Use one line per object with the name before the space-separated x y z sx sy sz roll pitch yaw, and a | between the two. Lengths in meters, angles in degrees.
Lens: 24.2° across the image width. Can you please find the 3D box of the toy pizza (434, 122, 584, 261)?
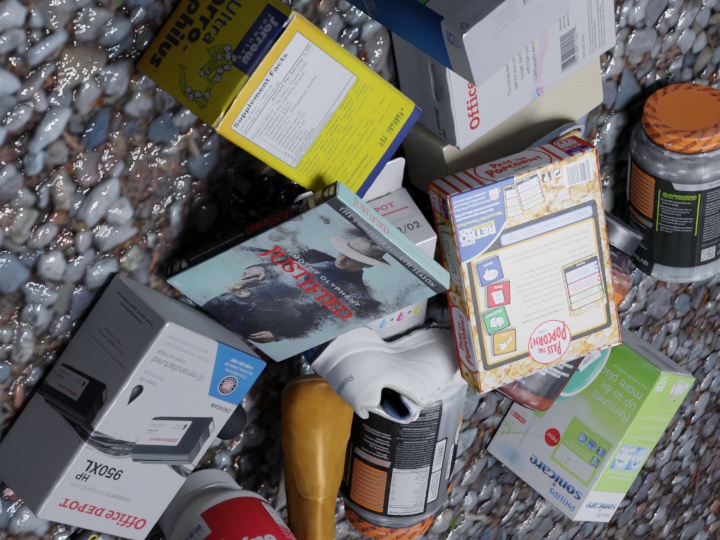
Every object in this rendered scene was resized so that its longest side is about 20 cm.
toy pizza | 0.143 -0.068 1.614 0.200 0.032 0.200 -38 172 -7

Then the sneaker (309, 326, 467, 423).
sneaker | 0.041 0.103 1.550 0.200 0.087 0.075 0 139 -45

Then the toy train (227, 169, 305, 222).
toy train | -0.046 -0.048 1.503 0.200 0.034 0.046 14 113 -51

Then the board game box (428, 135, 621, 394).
board game box | 0.152 -0.005 1.528 0.151 0.046 0.200 -18 115 -16

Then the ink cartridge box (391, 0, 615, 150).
ink cartridge box | 0.127 -0.224 1.496 0.200 0.084 0.145 -35 139 -22

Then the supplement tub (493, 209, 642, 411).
supplement tub | 0.193 0.031 1.648 0.107 0.107 0.200 20 106 -52

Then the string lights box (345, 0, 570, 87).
string lights box | 0.056 -0.235 1.314 0.103 0.200 0.059 -40 141 -15

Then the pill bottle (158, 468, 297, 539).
pill bottle | -0.109 0.277 1.560 0.112 0.200 0.112 -19 131 -24

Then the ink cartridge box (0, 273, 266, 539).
ink cartridge box | -0.198 0.122 1.442 0.200 0.084 0.145 -55 143 5

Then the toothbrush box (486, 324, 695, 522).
toothbrush box | 0.261 0.164 1.915 0.086 0.146 0.200 11 112 -51

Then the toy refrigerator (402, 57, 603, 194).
toy refrigerator | 0.133 -0.150 1.581 0.200 0.070 0.076 -37 137 -22

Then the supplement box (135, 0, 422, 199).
supplement box | -0.061 -0.144 1.343 0.109 0.109 0.200 -54 144 3

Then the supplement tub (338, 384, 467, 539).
supplement tub | 0.038 0.171 1.703 0.122 0.123 0.200 -22 135 -34

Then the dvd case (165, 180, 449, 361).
dvd case | -0.046 0.005 1.419 0.200 0.022 0.146 -24 132 33

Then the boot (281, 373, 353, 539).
boot | -0.040 0.195 1.594 0.071 0.144 0.201 0 152 -3

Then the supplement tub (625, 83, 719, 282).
supplement tub | 0.348 -0.094 1.811 0.122 0.123 0.200 -31 140 -25

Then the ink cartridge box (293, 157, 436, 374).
ink cartridge box | 0.000 0.000 1.516 0.115 0.068 0.200 -22 147 -18

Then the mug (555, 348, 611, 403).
mug | 0.187 0.068 1.781 0.185 0.114 0.152 -2 122 -46

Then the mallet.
mallet | -0.192 0.179 1.540 0.200 0.041 0.066 -40 144 -9
